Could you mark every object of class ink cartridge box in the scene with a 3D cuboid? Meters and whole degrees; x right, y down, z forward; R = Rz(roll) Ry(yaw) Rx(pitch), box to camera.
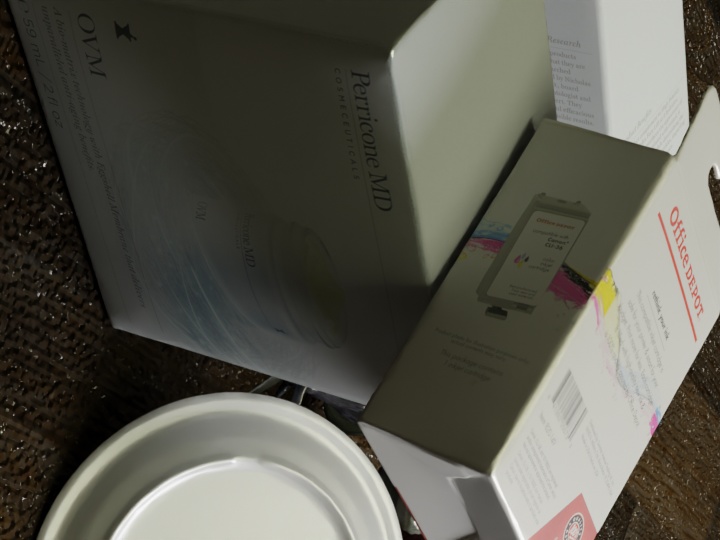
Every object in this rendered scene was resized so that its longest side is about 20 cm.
[{"bbox_3d":[0.089,0.022,0.768,0.201,0.067,0.117,-56,145,-23],"label":"ink cartridge box"}]

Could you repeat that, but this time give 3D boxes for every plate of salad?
[{"bbox_3d":[-0.072,0.159,0.909,0.198,0.048,0.202,-3,97,-22],"label":"plate of salad"}]

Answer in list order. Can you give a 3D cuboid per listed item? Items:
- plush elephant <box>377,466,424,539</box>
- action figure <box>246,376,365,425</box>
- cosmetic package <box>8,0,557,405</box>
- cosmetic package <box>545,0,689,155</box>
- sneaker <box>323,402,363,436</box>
[{"bbox_3d":[0.012,0.162,1.028,0.165,0.198,0.156,55,36,-46],"label":"plush elephant"},{"bbox_3d":[0.000,0.000,0.970,0.200,0.118,0.102,-57,-179,-42],"label":"action figure"},{"bbox_3d":[-0.025,-0.060,0.804,0.123,0.199,0.201,-50,142,-38],"label":"cosmetic package"},{"bbox_3d":[0.130,-0.119,1.015,0.102,0.074,0.201,-47,138,-40],"label":"cosmetic package"},{"bbox_3d":[0.060,0.043,1.028,0.074,0.200,0.079,57,32,3],"label":"sneaker"}]
